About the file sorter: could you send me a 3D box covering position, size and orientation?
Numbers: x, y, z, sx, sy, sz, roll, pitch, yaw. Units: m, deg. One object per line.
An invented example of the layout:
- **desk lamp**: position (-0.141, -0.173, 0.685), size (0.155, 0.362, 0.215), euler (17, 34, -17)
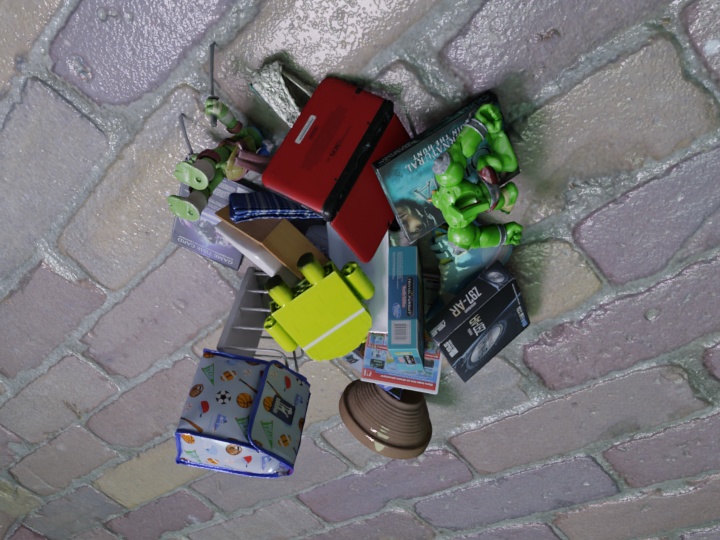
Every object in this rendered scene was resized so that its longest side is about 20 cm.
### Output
- **file sorter**: position (-0.168, 0.118, 1.225), size (0.121, 0.203, 0.141), euler (2, 132, 9)

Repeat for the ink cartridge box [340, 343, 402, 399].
- **ink cartridge box**: position (0.021, 0.138, 1.236), size (0.199, 0.121, 0.042), euler (39, 133, -19)

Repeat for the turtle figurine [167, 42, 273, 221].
- **turtle figurine**: position (-0.239, -0.184, 0.983), size (0.142, 0.196, 0.201), euler (-19, 121, 33)

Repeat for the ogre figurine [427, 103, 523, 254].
- **ogre figurine**: position (0.159, -0.111, 0.904), size (0.118, 0.098, 0.203), euler (-27, 138, -19)

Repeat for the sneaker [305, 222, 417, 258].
- **sneaker**: position (0.004, -0.062, 1.108), size (0.194, 0.076, 0.083), euler (7, 119, 7)

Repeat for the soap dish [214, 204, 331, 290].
- **soap dish**: position (-0.141, -0.039, 1.084), size (0.157, 0.082, 0.199), euler (44, 171, -36)

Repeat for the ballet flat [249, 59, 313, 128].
- **ballet flat**: position (-0.081, -0.227, 0.985), size (0.071, 0.073, 0.200), euler (-26, 120, 33)

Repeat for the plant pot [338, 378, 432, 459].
- **plant pot**: position (0.063, 0.264, 1.298), size (0.197, 0.202, 0.094), euler (23, 115, -5)

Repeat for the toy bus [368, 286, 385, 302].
- **toy bus**: position (-0.035, 0.016, 1.152), size (0.195, 0.067, 0.078), euler (7, 176, 17)

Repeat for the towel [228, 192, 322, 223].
- **towel**: position (-0.105, -0.098, 1.015), size (0.194, 0.145, 0.025), euler (-1, 107, -13)

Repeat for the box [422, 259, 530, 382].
- **box**: position (0.197, 0.090, 1.086), size (0.159, 0.044, 0.200), euler (-41, 147, -1)

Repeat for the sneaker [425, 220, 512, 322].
- **sneaker**: position (0.142, -0.005, 1.087), size (0.129, 0.080, 0.201), euler (35, 106, -11)

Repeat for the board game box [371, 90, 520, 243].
- **board game box**: position (0.127, -0.146, 0.946), size (0.197, 0.028, 0.137), euler (-32, 124, -2)

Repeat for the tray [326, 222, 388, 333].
- **tray**: position (0.000, 0.000, 1.076), size (0.104, 0.022, 0.206), euler (2, 105, 18)

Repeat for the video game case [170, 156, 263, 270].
- **video game case**: position (-0.263, -0.097, 1.185), size (0.140, 0.019, 0.202), euler (23, 134, -4)

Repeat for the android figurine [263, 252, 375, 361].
- **android figurine**: position (-0.059, 0.065, 1.033), size (0.180, 0.041, 0.201), euler (-35, 126, 8)

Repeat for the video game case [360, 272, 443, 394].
- **video game case**: position (0.082, 0.104, 1.164), size (0.139, 0.206, 0.017), euler (8, 177, 9)

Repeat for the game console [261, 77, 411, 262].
- **game console**: position (-0.021, -0.147, 0.959), size (0.169, 0.203, 0.119), euler (24, 160, 14)

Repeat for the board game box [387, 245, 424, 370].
- **board game box**: position (0.075, 0.066, 1.044), size (0.046, 0.155, 0.200), euler (-1, 164, 9)

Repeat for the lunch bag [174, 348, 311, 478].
- **lunch bag**: position (-0.188, 0.237, 1.087), size (0.195, 0.173, 0.125), euler (13, 137, -2)
